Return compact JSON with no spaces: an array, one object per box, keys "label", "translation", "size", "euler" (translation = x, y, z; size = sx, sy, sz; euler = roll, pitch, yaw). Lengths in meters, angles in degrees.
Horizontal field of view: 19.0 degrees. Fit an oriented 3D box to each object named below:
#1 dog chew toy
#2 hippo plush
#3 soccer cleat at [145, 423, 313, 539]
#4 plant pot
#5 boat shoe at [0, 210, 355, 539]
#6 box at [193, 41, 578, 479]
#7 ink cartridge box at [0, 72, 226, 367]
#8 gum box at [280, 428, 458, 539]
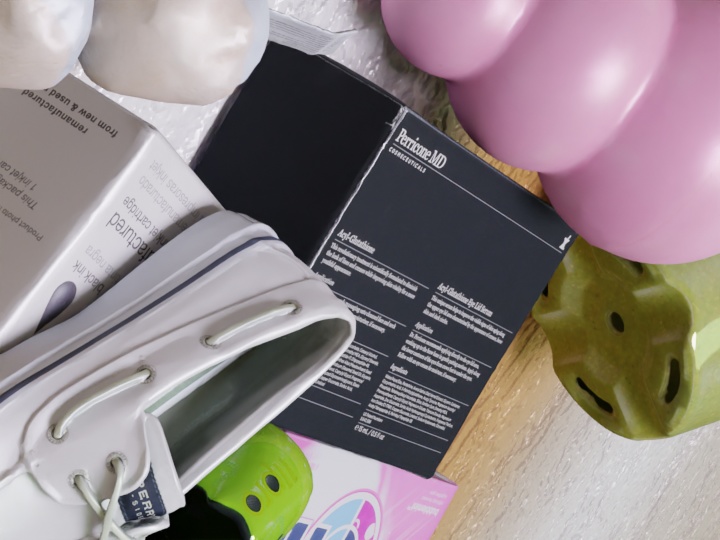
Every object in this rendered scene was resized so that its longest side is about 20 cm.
[{"label":"dog chew toy","translation":[0.094,-0.089,0.915],"size":[0.200,0.125,0.125],"euler":[32,91,-19]},{"label":"hippo plush","translation":[-0.073,-0.142,0.604],"size":[0.199,0.159,0.162],"euler":[-1,109,-35]},{"label":"soccer cleat","translation":[-0.101,0.127,0.854],"size":[0.200,0.068,0.081],"euler":[-39,-177,27]},{"label":"plant pot","translation":[0.197,-0.002,1.154],"size":[0.184,0.200,0.201],"euler":[-22,137,-29]},{"label":"boat shoe","translation":[-0.084,0.056,0.698],"size":[0.200,0.067,0.074],"euler":[-44,147,-21]},{"label":"box","translation":[0.000,0.000,0.938],"size":[0.141,0.079,0.200],"euler":[-57,151,3]},{"label":"ink cartridge box","translation":[-0.132,0.042,0.767],"size":[0.200,0.084,0.146],"euler":[-53,150,-9]},{"label":"gum box","translation":[-0.044,0.121,0.997],"size":[0.114,0.066,0.200],"euler":[-60,151,2]}]
